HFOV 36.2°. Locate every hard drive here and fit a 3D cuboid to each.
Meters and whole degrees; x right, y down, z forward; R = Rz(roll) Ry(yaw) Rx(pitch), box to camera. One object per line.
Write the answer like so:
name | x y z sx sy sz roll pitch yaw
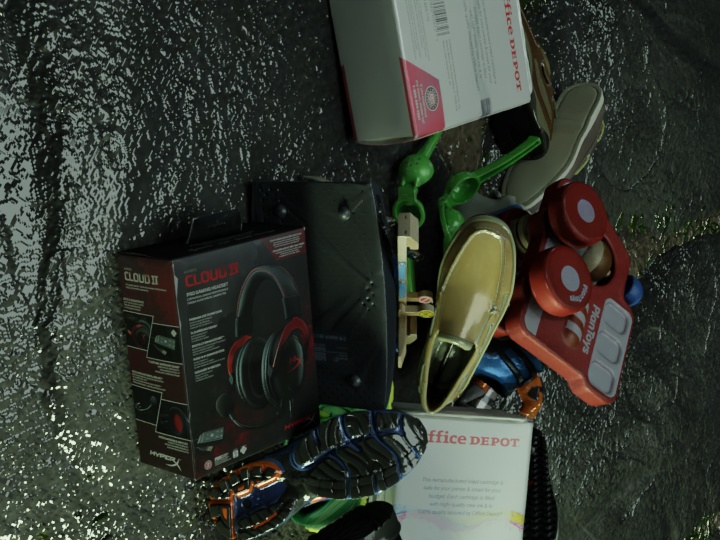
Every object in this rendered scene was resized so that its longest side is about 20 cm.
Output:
hard drive | -0.029 0.019 0.970 0.042 0.135 0.201 -23 112 -58

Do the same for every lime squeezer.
lime squeezer | 0.056 -0.075 1.138 0.071 0.038 0.201 41 59 -80
lime squeezer | 0.111 -0.057 1.122 0.200 0.070 0.038 -62 165 -18

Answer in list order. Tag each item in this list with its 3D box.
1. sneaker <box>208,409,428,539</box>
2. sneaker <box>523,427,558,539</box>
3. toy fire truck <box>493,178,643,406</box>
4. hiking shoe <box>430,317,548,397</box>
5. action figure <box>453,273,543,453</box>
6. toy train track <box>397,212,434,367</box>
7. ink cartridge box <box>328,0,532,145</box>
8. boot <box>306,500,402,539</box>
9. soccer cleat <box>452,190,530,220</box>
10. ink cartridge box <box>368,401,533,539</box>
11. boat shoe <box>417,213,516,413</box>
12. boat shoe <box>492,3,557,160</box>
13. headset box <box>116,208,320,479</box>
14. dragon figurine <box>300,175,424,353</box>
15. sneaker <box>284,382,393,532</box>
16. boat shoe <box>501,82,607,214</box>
sneaker | -0.035 0.167 0.958 0.078 0.200 0.076 -25 95 -78
sneaker | 0.187 0.276 1.236 0.200 0.070 0.094 -84 166 -47
toy fire truck | 0.213 0.016 1.110 0.168 0.112 0.200 38 54 -23
hiking shoe | 0.165 0.090 1.161 0.199 0.074 0.087 4 89 -14
action figure | 0.150 0.082 1.240 0.200 0.105 0.194 28 64 -18
toy train track | 0.049 0.012 0.973 0.200 0.032 0.115 85 6 -61
ink cartridge box | 0.075 -0.216 1.090 0.200 0.083 0.147 -23 107 -45
boot | -0.023 0.325 0.996 0.211 0.079 0.158 -26 106 -16
soccer cleat | 0.180 -0.046 1.225 0.200 0.070 0.087 19 47 -37
ink cartridge box | 0.087 0.239 1.118 0.145 0.087 0.201 5 92 -16
boat shoe | 0.097 0.047 1.024 0.076 0.071 0.200 -59 162 -61
boat shoe | 0.173 -0.220 1.225 0.074 0.076 0.200 -54 140 -37
headset box | -0.115 0.050 0.915 0.148 0.075 0.201 -16 107 -47
dragon figurine | 0.000 0.000 1.054 0.200 0.059 0.100 50 58 -41
sneaker | -0.023 0.150 1.035 0.083 0.074 0.201 9 88 -53
boat shoe | 0.233 -0.133 1.300 0.200 0.072 0.060 -57 143 -24
